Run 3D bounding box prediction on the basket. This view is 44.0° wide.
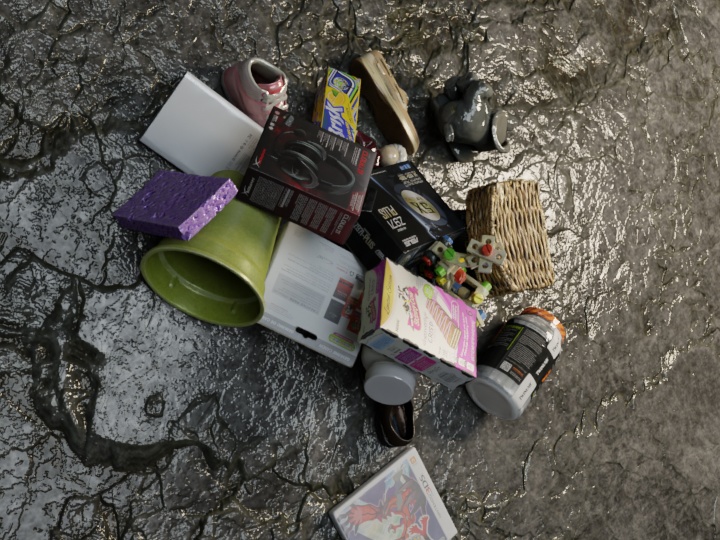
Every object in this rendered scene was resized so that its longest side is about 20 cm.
[{"bbox_3d":[0.239,-0.053,1.601,0.142,0.148,0.202,-9,90,-35],"label":"basket"}]

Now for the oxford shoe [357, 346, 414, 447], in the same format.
[{"bbox_3d":[0.054,0.205,1.545,0.072,0.084,0.202,-19,87,-27],"label":"oxford shoe"}]

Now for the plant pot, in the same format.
[{"bbox_3d":[-0.210,-0.045,1.374,0.200,0.200,0.185,34,56,-23],"label":"plant pot"}]

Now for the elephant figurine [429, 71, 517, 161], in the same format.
[{"bbox_3d":[0.234,-0.271,1.704,0.155,0.142,0.200,-47,127,2],"label":"elephant figurine"}]

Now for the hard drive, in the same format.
[{"bbox_3d":[-0.235,-0.205,1.433,0.199,0.027,0.132,35,92,-23],"label":"hard drive"}]

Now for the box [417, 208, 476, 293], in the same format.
[{"bbox_3d":[0.196,-0.034,1.688,0.198,0.044,0.162,-6,86,-32],"label":"box"}]

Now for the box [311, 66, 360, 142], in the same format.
[{"bbox_3d":[-0.046,-0.246,1.510,0.064,0.070,0.201,16,51,-16],"label":"box"}]

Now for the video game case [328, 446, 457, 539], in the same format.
[{"bbox_3d":[0.061,0.440,1.554,0.199,0.023,0.183,-32,100,-30],"label":"video game case"}]

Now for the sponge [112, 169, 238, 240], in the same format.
[{"bbox_3d":[-0.277,-0.099,1.322,0.112,0.199,0.030,-48,126,-25],"label":"sponge"}]

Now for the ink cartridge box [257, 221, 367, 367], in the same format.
[{"bbox_3d":[-0.077,0.045,1.476,0.199,0.084,0.177,28,72,-17],"label":"ink cartridge box"}]

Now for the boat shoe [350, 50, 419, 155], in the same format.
[{"bbox_3d":[0.059,-0.308,1.627,0.064,0.071,0.201,-34,100,-29],"label":"boat shoe"}]

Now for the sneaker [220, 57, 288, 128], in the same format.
[{"bbox_3d":[-0.149,-0.261,1.475,0.075,0.104,0.201,-40,104,-34],"label":"sneaker"}]

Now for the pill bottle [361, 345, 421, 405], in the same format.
[{"bbox_3d":[0.061,0.118,1.492,0.112,0.112,0.201,35,45,-23],"label":"pill bottle"}]

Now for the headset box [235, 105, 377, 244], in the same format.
[{"bbox_3d":[-0.071,-0.142,1.360,0.198,0.077,0.150,23,48,-8],"label":"headset box"}]

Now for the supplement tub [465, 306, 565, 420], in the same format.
[{"bbox_3d":[0.295,0.171,1.675,0.123,0.122,0.200,49,63,-16],"label":"supplement tub"}]

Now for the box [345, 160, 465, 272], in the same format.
[{"bbox_3d":[0.058,-0.088,1.521,0.199,0.086,0.164,-21,69,-50],"label":"box"}]

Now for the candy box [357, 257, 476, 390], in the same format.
[{"bbox_3d":[0.095,0.086,1.415,0.199,0.061,0.137,28,48,-26],"label":"candy box"}]

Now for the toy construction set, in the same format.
[{"bbox_3d":[0.171,0.008,1.484,0.131,0.201,0.092,42,64,18],"label":"toy construction set"}]

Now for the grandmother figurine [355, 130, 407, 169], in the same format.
[{"bbox_3d":[-0.005,-0.196,1.582,0.198,0.060,0.123,-7,96,-29],"label":"grandmother figurine"}]
